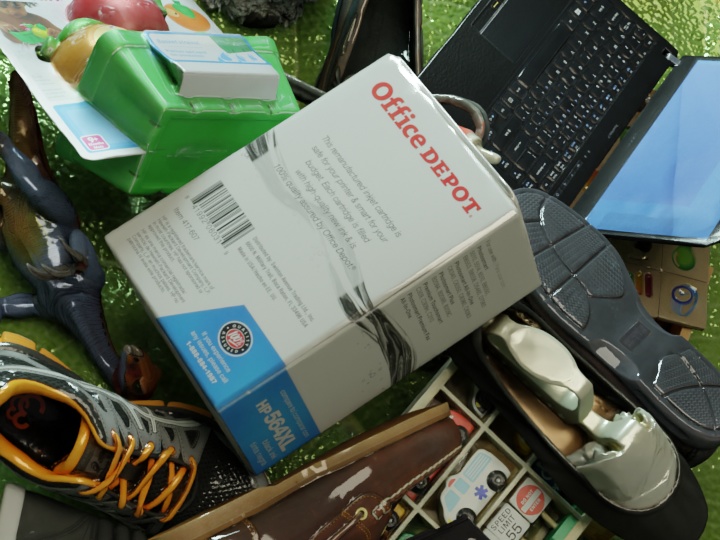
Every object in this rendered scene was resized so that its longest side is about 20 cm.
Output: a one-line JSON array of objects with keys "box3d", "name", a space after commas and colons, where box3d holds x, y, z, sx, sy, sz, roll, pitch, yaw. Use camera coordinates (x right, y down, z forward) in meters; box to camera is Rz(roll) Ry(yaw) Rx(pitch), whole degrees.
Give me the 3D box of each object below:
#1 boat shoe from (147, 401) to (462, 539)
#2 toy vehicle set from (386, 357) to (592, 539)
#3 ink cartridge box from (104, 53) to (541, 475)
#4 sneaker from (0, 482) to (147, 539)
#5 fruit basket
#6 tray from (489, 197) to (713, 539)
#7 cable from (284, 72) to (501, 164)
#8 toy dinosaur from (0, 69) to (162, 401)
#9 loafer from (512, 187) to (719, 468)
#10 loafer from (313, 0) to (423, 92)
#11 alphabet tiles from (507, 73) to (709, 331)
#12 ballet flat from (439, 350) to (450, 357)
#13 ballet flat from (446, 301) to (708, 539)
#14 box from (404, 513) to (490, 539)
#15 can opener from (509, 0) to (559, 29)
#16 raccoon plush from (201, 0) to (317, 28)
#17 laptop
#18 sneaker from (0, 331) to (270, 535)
[{"box3d": [-0.022, 0.138, 1.321, 0.199, 0.070, 0.071, -26, 86, -26], "name": "boat shoe"}, {"box3d": [0.066, 0.132, 1.401, 0.124, 0.027, 0.200, 42, 72, -2], "name": "toy vehicle set"}, {"box3d": [-0.019, -0.005, 1.345, 0.199, 0.084, 0.146, -32, 54, -6], "name": "ink cartridge box"}, {"box3d": [-0.159, 0.212, 1.286, 0.098, 0.071, 0.201, 11, 57, -9], "name": "sneaker"}, {"box3d": [-0.132, -0.131, 1.425, 0.184, 0.094, 0.200, -1, 45, -42], "name": "fruit basket"}, {"box3d": [0.144, 0.061, 1.495, 0.098, 0.037, 0.201, 27, 59, -5], "name": "tray"}, {"box3d": [-0.003, -0.091, 1.463, 0.199, 0.050, 0.097, 31, 86, 18], "name": "cable"}, {"box3d": [-0.169, -0.013, 1.394, 0.182, 0.105, 0.200, 47, 46, -14], "name": "toy dinosaur"}, {"box3d": [0.143, 0.040, 1.452, 0.072, 0.063, 0.200, -30, 72, -37], "name": "loafer"}, {"box3d": [0.008, -0.123, 1.523, 0.071, 0.063, 0.201, 11, 61, -12], "name": "loafer"}, {"box3d": [0.132, -0.059, 1.527, 0.199, 0.008, 0.168, 14, 61, -12], "name": "alphabet tiles"}, {"box3d": [0.000, 0.000, 1.466, 0.199, 0.072, 0.072, 24, 59, -10], "name": "ballet flat"}, {"box3d": [0.127, 0.088, 1.374, 0.200, 0.068, 0.068, 42, 74, -3], "name": "ballet flat"}, {"box3d": [0.059, 0.232, 1.251, 0.200, 0.050, 0.198, 45, 34, 21], "name": "box"}, {"box3d": [0.145, -0.197, 1.626, 0.066, 0.053, 0.200, 22, 49, 34], "name": "can opener"}, {"box3d": [-0.077, -0.237, 1.507, 0.199, 0.134, 0.097, 28, 59, -5], "name": "raccoon plush"}, {"box3d": [0.163, -0.118, 1.502, 0.200, 0.103, 0.178, 41, 57, -4], "name": "laptop"}, {"box3d": [-0.139, 0.103, 1.325, 0.199, 0.077, 0.079, 23, 97, -15], "name": "sneaker"}]
